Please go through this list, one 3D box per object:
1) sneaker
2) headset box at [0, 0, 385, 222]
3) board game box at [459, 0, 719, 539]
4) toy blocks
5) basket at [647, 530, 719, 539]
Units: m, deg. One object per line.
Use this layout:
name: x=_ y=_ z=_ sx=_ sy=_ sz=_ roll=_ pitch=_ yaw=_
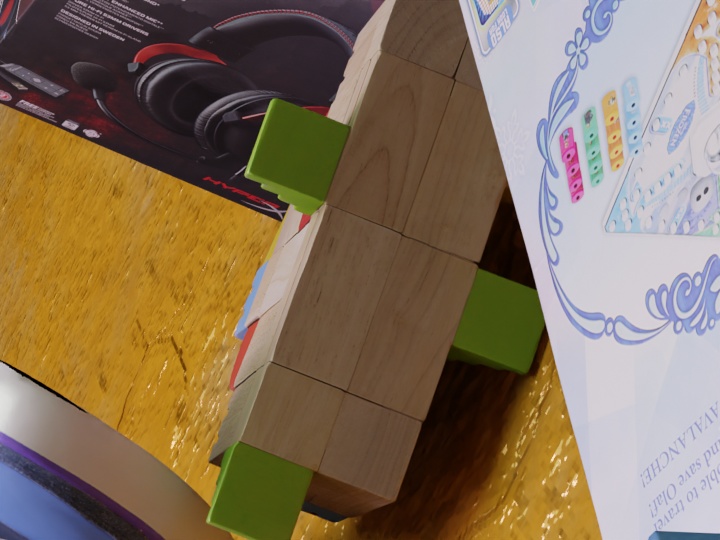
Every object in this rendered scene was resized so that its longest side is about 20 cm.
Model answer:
sneaker: x=-0.106 y=0.131 z=0.861 sx=0.147 sy=0.080 sz=0.200 roll=-53 pitch=-29 yaw=-16
headset box: x=-0.039 y=-0.106 z=1.008 sx=0.200 sy=0.148 sz=0.075 roll=-36 pitch=36 yaw=57
board game box: x=0.105 y=-0.051 z=0.618 sx=0.200 sy=0.043 sz=0.200 roll=-49 pitch=42 yaw=43
toy blocks: x=0.000 y=0.000 z=0.887 sx=0.137 sy=0.099 sz=0.201 roll=139 pitch=152 yaw=-76
basket: x=0.045 y=0.162 z=0.421 sx=0.201 sy=0.138 sz=0.177 roll=88 pitch=-174 yaw=-47
